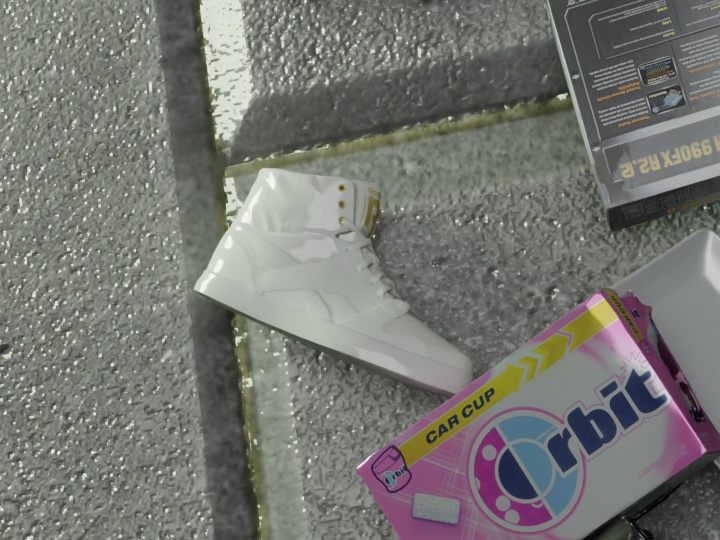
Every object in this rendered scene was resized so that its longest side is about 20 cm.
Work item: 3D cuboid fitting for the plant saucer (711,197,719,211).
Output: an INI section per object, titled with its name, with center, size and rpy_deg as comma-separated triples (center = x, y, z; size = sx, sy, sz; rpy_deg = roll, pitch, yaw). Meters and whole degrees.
[plant saucer]
center = 0.308, -0.092, 1.316
size = 0.199, 0.039, 0.203
rpy_deg = -4, 73, 11

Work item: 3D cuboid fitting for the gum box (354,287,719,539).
[gum box]
center = 0.112, 0.109, 1.239
size = 0.200, 0.066, 0.114
rpy_deg = -37, 75, 15

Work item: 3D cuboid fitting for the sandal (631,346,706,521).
[sandal]
center = 0.145, 0.132, 1.280
size = 0.075, 0.045, 0.200
rpy_deg = 38, 85, 21

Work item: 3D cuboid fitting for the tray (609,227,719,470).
[tray]
center = 0.237, 0.075, 1.274
size = 0.107, 0.022, 0.200
rpy_deg = -31, 72, -22

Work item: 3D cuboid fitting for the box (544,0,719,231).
[box]
center = 0.229, -0.130, 1.298
size = 0.198, 0.048, 0.160
rpy_deg = -17, 72, 8

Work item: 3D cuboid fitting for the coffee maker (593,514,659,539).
[coffee maker]
center = 0.120, 0.249, 1.174
size = 0.200, 0.192, 0.135
rpy_deg = -41, 90, 1

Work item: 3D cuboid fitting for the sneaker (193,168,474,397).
[sneaker]
center = 0.000, 0.000, 1.336
size = 0.199, 0.074, 0.116
rpy_deg = 24, 83, 19
